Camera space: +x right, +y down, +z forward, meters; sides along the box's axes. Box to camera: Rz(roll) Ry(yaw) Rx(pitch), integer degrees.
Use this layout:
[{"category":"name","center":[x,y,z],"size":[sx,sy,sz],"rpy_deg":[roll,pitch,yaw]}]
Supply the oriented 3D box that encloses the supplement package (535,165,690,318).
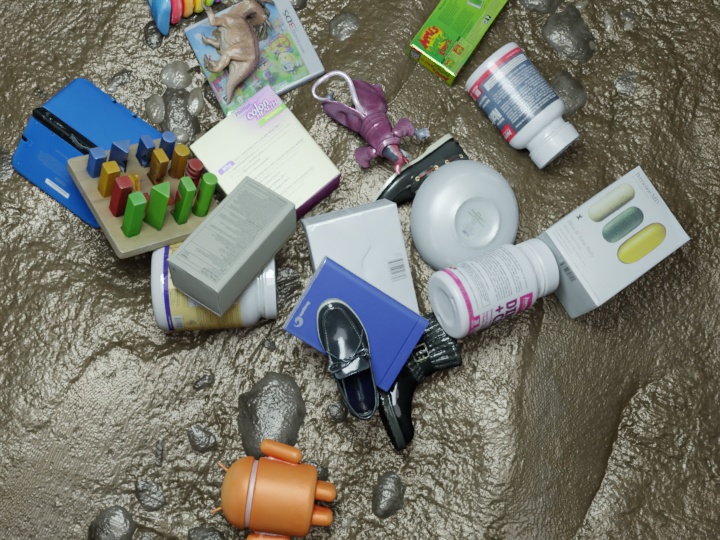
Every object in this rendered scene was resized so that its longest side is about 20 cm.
[{"category":"supplement package","center":[0.414,-0.045,1.573],"size":[0.198,0.151,0.153],"rpy_deg":[-34,84,-9]}]

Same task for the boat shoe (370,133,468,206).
[{"category":"boat shoe","center":[0.102,-0.156,1.609],"size":[0.200,0.074,0.063],"rpy_deg":[-38,77,-13]}]

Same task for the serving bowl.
[{"category":"serving bowl","center":[0.186,-0.085,1.576],"size":[0.196,0.066,0.205],"rpy_deg":[-2,98,-14]}]

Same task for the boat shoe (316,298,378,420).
[{"category":"boat shoe","center":[-0.015,0.140,1.436],"size":[0.073,0.062,0.204],"rpy_deg":[-17,101,-3]}]

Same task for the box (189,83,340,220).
[{"category":"box","center":[-0.162,-0.176,1.583],"size":[0.175,0.097,0.201],"rpy_deg":[-40,86,-9]}]

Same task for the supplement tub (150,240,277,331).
[{"category":"supplement tub","center":[-0.237,0.022,1.520],"size":[0.195,0.145,0.149],"rpy_deg":[-3,81,-5]}]

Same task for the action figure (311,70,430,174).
[{"category":"action figure","center":[0.028,-0.252,1.581],"size":[0.133,0.149,0.201],"rpy_deg":[-38,60,3]}]

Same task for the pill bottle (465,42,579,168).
[{"category":"pill bottle","center":[0.287,-0.284,1.620],"size":[0.119,0.120,0.201],"rpy_deg":[-37,84,-9]}]

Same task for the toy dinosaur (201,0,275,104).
[{"category":"toy dinosaur","center":[-0.206,-0.398,1.605],"size":[0.133,0.086,0.205],"rpy_deg":[-5,86,-12]}]

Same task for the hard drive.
[{"category":"hard drive","center":[-0.006,0.086,1.472],"size":[0.198,0.025,0.133],"rpy_deg":[32,94,-12]}]

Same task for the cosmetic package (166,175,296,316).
[{"category":"cosmetic package","center":[-0.195,-0.040,1.432],"size":[0.102,0.074,0.201],"rpy_deg":[30,60,17]}]

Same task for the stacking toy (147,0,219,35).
[{"category":"stacking toy","center":[-0.279,-0.505,1.637],"size":[0.197,0.116,0.112],"rpy_deg":[-18,80,-18]}]

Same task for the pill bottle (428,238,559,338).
[{"category":"pill bottle","center":[0.221,0.025,1.523],"size":[0.197,0.113,0.115],"rpy_deg":[-22,82,-19]}]

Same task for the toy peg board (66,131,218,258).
[{"category":"toy peg board","center":[-0.335,-0.149,1.489],"size":[0.198,0.098,0.201],"rpy_deg":[-19,64,-36]}]

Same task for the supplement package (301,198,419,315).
[{"category":"supplement package","center":[0.000,0.000,1.530],"size":[0.153,0.111,0.204],"rpy_deg":[-14,101,-6]}]

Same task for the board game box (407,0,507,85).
[{"category":"board game box","center":[0.181,-0.449,1.676],"size":[0.101,0.048,0.202],"rpy_deg":[34,80,3]}]

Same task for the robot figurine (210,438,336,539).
[{"category":"robot figurine","center":[-0.138,0.361,1.486],"size":[0.196,0.117,0.146],"rpy_deg":[8,124,-2]}]

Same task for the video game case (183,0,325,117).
[{"category":"video game case","center":[-0.189,-0.392,1.654],"size":[0.197,0.022,0.185],"rpy_deg":[-27,83,-8]}]

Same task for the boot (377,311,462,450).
[{"category":"boot","center":[0.100,0.181,1.550],"size":[0.155,0.079,0.215],"rpy_deg":[-12,81,-6]}]

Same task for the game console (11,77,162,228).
[{"category":"game console","center":[-0.471,-0.205,1.606],"size":[0.198,0.118,0.172],"rpy_deg":[35,111,3]}]
